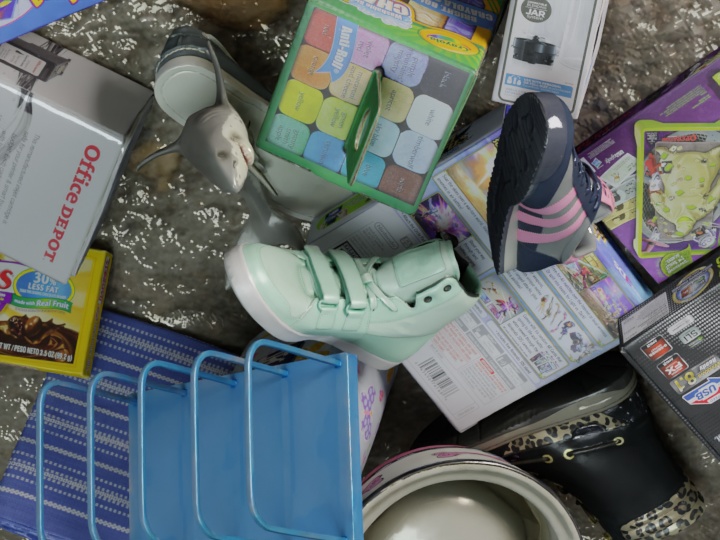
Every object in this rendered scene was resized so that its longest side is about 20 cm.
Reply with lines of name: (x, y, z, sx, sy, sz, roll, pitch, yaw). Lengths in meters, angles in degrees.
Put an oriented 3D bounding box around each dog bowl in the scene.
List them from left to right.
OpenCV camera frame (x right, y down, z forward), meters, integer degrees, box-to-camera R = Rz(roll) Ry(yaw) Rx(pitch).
dog bowl: (0.064, 0.220, 1.634, 0.199, 0.074, 0.201, -3, 110, -10)

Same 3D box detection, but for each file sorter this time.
file sorter: (-0.114, 0.132, 1.515, 0.199, 0.123, 0.139, -12, 72, 32)

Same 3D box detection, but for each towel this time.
towel: (-0.190, 0.133, 1.711, 0.144, 0.201, 0.024, 18, 153, 4)

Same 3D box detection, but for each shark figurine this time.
shark figurine: (-0.108, -0.071, 1.529, 0.089, 0.215, 0.129, -22, 72, 0)

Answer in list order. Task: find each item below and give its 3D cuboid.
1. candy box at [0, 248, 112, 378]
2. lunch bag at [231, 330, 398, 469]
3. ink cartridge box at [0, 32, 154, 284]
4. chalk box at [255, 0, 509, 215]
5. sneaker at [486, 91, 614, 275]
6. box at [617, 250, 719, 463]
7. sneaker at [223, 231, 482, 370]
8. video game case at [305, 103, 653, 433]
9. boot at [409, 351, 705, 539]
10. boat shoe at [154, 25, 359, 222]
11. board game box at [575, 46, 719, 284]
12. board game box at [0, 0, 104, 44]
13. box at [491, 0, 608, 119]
candy box: (-0.302, 0.019, 1.729, 0.199, 0.026, 0.103, 9, 81, 10)
lunch bag: (-0.052, 0.126, 1.673, 0.127, 0.170, 0.200, 27, 127, 0)
ink cartridge box: (-0.273, -0.103, 1.644, 0.199, 0.083, 0.146, 26, 123, -2)
chalk box: (0.012, -0.132, 1.480, 0.124, 0.200, 0.125, 24, 122, 1)
sneaker: (0.135, -0.063, 1.478, 0.082, 0.070, 0.200, -5, 157, -7)
box: (0.311, 0.047, 1.575, 0.200, 0.044, 0.160, -35, 112, 20)
sneaker: (0.000, 0.000, 1.525, 0.118, 0.074, 0.200, -36, 146, 26)
video game case: (0.091, 0.001, 1.617, 0.181, 0.046, 0.200, -30, 113, 23)
boot: (0.153, 0.159, 1.697, 0.203, 0.074, 0.154, -23, 115, 27)
boat shoe: (-0.071, -0.108, 1.597, 0.073, 0.062, 0.200, -34, 128, 25)
board game box: (0.253, -0.086, 1.547, 0.200, 0.032, 0.120, -34, 103, 30)
board game box: (-0.232, -0.242, 1.524, 0.199, 0.045, 0.135, -22, 117, -1)
box: (0.140, -0.217, 1.445, 0.060, 0.117, 0.201, 13, 122, 7)
